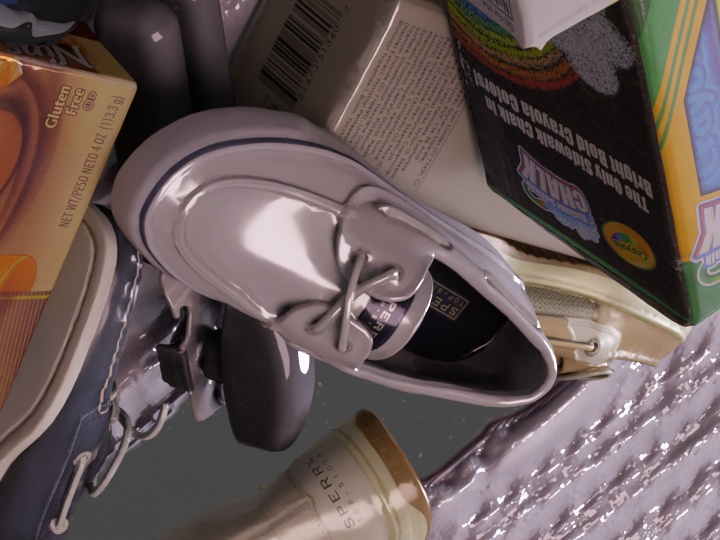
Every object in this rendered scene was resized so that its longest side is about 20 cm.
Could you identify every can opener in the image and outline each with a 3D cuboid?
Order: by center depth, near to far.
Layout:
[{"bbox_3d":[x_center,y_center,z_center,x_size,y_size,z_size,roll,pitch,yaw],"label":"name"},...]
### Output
[{"bbox_3d":[-0.053,-0.023,1.025,0.053,0.066,0.201,-53,144,-41],"label":"can opener"}]

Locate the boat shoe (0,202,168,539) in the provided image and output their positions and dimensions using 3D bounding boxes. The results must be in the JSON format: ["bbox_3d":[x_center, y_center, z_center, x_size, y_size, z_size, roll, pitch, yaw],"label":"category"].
[{"bbox_3d":[-0.120,0.061,1.024,0.062,0.075,0.201,5,118,-39],"label":"boat shoe"}]

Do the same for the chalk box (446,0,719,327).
[{"bbox_3d":[0.117,-0.075,0.985,0.124,0.125,0.201,-33,134,-18],"label":"chalk box"}]

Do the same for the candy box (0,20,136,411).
[{"bbox_3d":[-0.169,0.002,0.948,0.115,0.055,0.201,12,112,-35],"label":"candy box"}]

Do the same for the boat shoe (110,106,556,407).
[{"bbox_3d":[0.000,0.000,0.985,0.199,0.065,0.074,17,113,-43],"label":"boat shoe"}]

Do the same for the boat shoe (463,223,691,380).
[{"bbox_3d":[0.054,0.015,1.123,0.200,0.073,0.063,16,98,-45],"label":"boat shoe"}]

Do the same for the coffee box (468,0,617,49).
[{"bbox_3d":[0.062,-0.229,0.868,0.199,0.200,0.198,-31,135,-17],"label":"coffee box"}]

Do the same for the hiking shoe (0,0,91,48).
[{"bbox_3d":[-0.143,-0.138,0.861,0.087,0.074,0.200,-52,137,6],"label":"hiking shoe"}]

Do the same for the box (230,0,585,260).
[{"bbox_3d":[0.048,-0.064,1.074,0.199,0.068,0.082,16,109,-45],"label":"box"}]

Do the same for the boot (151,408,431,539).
[{"bbox_3d":[-0.056,0.143,1.110,0.154,0.072,0.200,-28,158,-20],"label":"boot"}]
